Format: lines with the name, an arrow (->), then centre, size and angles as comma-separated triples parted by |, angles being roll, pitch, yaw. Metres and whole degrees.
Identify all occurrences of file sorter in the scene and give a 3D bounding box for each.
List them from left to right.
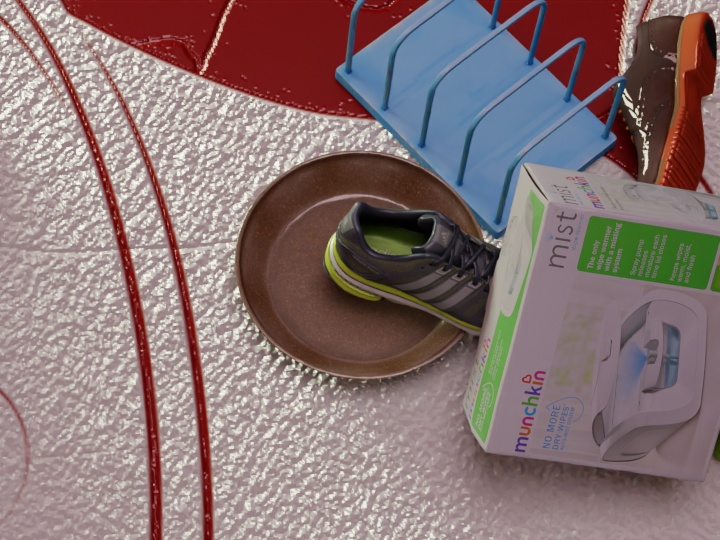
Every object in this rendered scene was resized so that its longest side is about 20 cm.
file sorter -> 0.099, -0.158, 1.686 | 0.139, 0.123, 0.200 | -38, 73, -19

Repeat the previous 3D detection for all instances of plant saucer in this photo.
plant saucer -> 0.000, 0.000, 1.651 | 0.200, 0.037, 0.201 | 2, 65, -4

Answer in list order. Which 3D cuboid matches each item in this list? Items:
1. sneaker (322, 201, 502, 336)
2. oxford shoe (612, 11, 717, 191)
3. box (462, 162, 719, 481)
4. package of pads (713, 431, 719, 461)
sneaker -> 0.070, -0.002, 1.592 | 0.200, 0.081, 0.074 | 11, 64, 2
oxford shoe -> 0.245, -0.120, 1.720 | 0.072, 0.071, 0.200 | 2, 62, 27
box -> 0.186, 0.038, 1.540 | 0.176, 0.200, 0.097 | 9, 19, -13
package of pads -> 0.313, 0.031, 1.592 | 0.068, 0.155, 0.200 | 4, 64, -2
